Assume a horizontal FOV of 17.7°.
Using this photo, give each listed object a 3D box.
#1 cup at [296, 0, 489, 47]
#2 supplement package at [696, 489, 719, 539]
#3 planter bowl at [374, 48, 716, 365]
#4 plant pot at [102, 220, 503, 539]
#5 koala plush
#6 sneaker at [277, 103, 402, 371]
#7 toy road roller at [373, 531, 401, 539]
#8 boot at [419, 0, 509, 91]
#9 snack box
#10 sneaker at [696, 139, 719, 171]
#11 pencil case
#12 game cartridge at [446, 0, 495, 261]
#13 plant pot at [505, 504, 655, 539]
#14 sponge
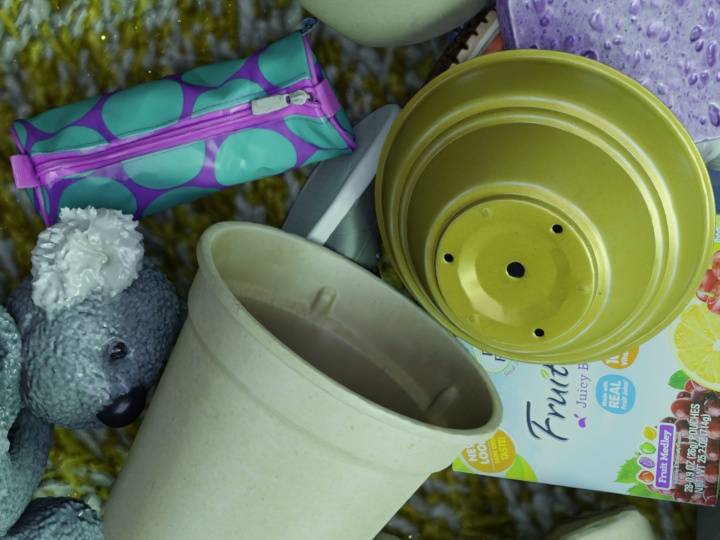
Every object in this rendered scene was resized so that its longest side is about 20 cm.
[{"bbox_3d":[0.014,-0.217,1.352,0.200,0.201,0.144,-21,124,-1],"label":"cup"},{"bbox_3d":[0.282,0.190,1.401,0.117,0.200,0.117,-39,100,19],"label":"supplement package"},{"bbox_3d":[0.094,-0.016,1.294,0.199,0.084,0.201,7,118,14],"label":"planter bowl"},{"bbox_3d":[-0.049,0.104,1.327,0.200,0.201,0.184,30,108,-8],"label":"plant pot"},{"bbox_3d":[-0.192,0.055,1.375,0.200,0.177,0.184,-39,56,-3],"label":"koala plush"},{"bbox_3d":[0.000,0.000,1.434,0.099,0.071,0.201,28,93,-18],"label":"sneaker"},{"bbox_3d":[-0.050,0.256,1.440,0.199,0.123,0.147,-10,113,-2],"label":"toy road roller"},{"bbox_3d":[0.114,-0.126,1.386,0.107,0.075,0.200,45,86,-8],"label":"boot"},{"bbox_3d":[0.143,0.034,1.394,0.168,0.068,0.201,7,118,11],"label":"snack box"},{"bbox_3d":[0.241,-0.087,1.431,0.200,0.074,0.080,-28,119,-13],"label":"sneaker"},{"bbox_3d":[-0.108,-0.081,1.394,0.199,0.092,0.085,-18,88,0],"label":"pencil case"},{"bbox_3d":[0.117,-0.082,1.445,0.129,0.038,0.201,-1,98,-9],"label":"game cartridge"},{"bbox_3d":[0.140,0.251,1.420,0.200,0.200,0.184,-20,89,-2],"label":"plant pot"},{"bbox_3d":[0.184,-0.128,1.355,0.199,0.030,0.112,-12,90,-14],"label":"sponge"}]
